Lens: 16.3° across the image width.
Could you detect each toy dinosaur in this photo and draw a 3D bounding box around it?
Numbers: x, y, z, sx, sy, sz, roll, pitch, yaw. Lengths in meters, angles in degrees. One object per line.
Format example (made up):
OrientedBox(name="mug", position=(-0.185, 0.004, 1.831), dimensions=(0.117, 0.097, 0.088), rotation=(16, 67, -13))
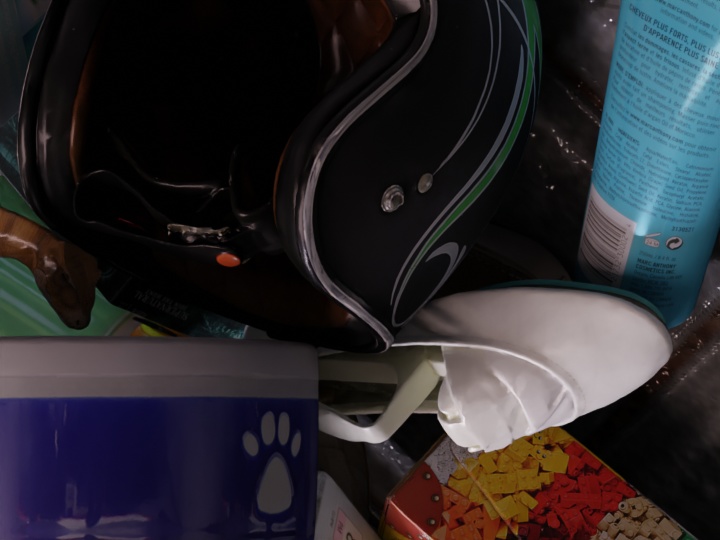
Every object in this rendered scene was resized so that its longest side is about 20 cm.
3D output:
OrientedBox(name="toy dinosaur", position=(-0.193, -0.031, 0.969), dimensions=(0.200, 0.060, 0.106), rotation=(23, 140, -9))

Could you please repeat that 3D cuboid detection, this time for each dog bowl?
OrientedBox(name="dog bowl", position=(-0.115, 0.068, 0.968), dimensions=(0.200, 0.200, 0.079), rotation=(-5, 85, 48))

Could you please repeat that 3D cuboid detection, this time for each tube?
OrientedBox(name="tube", position=(0.121, -0.065, 0.952), dimensions=(0.077, 0.050, 0.200), rotation=(26, 135, 18))

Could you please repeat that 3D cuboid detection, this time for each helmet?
OrientedBox(name="helmet", position=(-0.022, -0.082, 0.962), dimensions=(0.200, 0.191, 0.200), rotation=(20, 168, 4))

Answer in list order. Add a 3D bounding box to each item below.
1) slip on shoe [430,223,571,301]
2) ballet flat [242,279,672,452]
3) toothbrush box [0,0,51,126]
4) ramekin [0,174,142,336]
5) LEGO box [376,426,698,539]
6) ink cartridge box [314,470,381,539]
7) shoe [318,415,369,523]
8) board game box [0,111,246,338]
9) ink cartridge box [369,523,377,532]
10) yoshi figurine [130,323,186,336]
OrientedBox(name="slip on shoe", position=(0.000, 0.000, 1.121), dimensions=(0.200, 0.061, 0.076), rotation=(24, 137, 31))
OrientedBox(name="ballet flat", position=(0.032, 0.044, 1.019), dimensions=(0.200, 0.069, 0.070), rotation=(1, 123, 35))
OrientedBox(name="toothbrush box", position=(-0.176, -0.146, 1.047), dimensions=(0.146, 0.200, 0.085), rotation=(33, 153, 23))
OrientedBox(name="ramekin", position=(-0.174, 0.059, 1.251), dimensions=(0.098, 0.200, 0.200), rotation=(31, 141, 11))
OrientedBox(name="LEGO box", position=(0.082, 0.154, 1.121), dimensions=(0.149, 0.077, 0.200), rotation=(40, 159, 12))
OrientedBox(name="ink cartridge box", position=(-0.034, 0.189, 1.112), dimensions=(0.162, 0.057, 0.200), rotation=(-22, 126, 26))
OrientedBox(name="shoe", position=(-0.031, 0.136, 1.193), dimensions=(0.070, 0.200, 0.053), rotation=(2, 164, -1))
OrientedBox(name="board game box", position=(-0.117, -0.040, 1.121), dimensions=(0.200, 0.028, 0.135), rotation=(48, -169, 33))
OrientedBox(name="ink cartridge box", position=(-0.051, 0.186, 1.273), dimensions=(0.200, 0.145, 0.084), rotation=(40, 145, 13))
OrientedBox(name="yoshi figurine", position=(-0.118, 0.110, 1.167), dimensions=(0.112, 0.112, 0.200), rotation=(40, 114, 53))
